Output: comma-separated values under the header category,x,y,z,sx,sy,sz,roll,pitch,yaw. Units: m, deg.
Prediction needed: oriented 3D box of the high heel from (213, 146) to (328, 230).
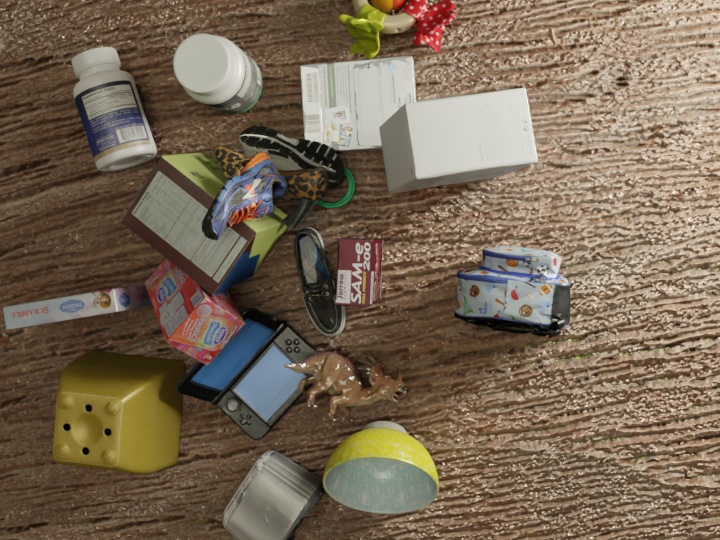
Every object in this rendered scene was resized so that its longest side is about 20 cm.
category,x,y,z,sx,sy,sz,roll,pitch,yaw
high heel,-0.146,-0.174,1.481,0.200,0.071,0.143,40,133,-1

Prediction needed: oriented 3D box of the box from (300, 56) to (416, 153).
category,x,y,z,sx,sy,sz,roll,pitch,yaw
box,-0.001,-0.288,1.563,0.199,0.041,0.157,-4,93,8

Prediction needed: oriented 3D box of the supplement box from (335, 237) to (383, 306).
category,x,y,z,sx,sy,sz,roll,pitch,yaw
supplement box,0.000,0.000,1.492,0.061,0.200,0.109,2,93,7

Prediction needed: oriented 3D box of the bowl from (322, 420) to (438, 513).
category,x,y,z,sx,sy,sz,roll,pitch,yaw
bowl,0.039,0.325,1.534,0.199,0.201,0.108,1,49,7

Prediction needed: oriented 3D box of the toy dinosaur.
category,x,y,z,sx,sy,sz,roll,pitch,yaw
toy dinosaur,-0.030,0.185,1.551,0.200,0.086,0.136,33,95,-5

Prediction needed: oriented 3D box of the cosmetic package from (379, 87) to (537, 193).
category,x,y,z,sx,sy,sz,roll,pitch,yaw
cosmetic package,0.151,-0.207,1.443,0.199,0.199,0.124,-11,90,-11

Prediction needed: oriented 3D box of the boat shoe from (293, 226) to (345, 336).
category,x,y,z,sx,sy,sz,roll,pitch,yaw
boat shoe,-0.075,0.021,1.569,0.070,0.066,0.201,-11,90,7

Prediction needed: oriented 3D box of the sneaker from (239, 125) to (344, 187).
category,x,y,z,sx,sy,sz,roll,pitch,yaw
sneaker,-0.116,-0.186,1.548,0.199,0.080,0.074,24,51,17

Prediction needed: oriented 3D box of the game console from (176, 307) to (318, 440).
category,x,y,z,sx,sy,sz,roll,pitch,yaw
game console,-0.187,0.186,1.560,0.171,0.118,0.200,43,97,2

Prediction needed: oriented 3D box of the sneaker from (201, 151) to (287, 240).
category,x,y,z,sx,sy,sz,roll,pitch,yaw
sneaker,-0.175,-0.110,1.380,0.078,0.200,0.075,37,138,-1

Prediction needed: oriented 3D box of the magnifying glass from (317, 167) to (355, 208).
category,x,y,z,sx,sy,sz,roll,pitch,yaw
magnifying glass,-0.107,-0.153,1.592,0.199,0.022,0.080,2,92,5

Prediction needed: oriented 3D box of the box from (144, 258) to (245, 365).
category,x,y,z,sx,sy,sz,roll,pitch,yaw
box,-0.287,0.055,1.525,0.103,0.200,0.095,-47,127,6

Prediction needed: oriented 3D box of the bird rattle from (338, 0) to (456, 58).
category,x,y,z,sx,sy,sz,roll,pitch,yaw
bird rattle,0.059,-0.454,1.524,0.199,0.113,0.164,-13,74,4

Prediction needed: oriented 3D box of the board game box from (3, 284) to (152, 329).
category,x,y,z,sx,sy,sz,roll,pitch,yaw
board game box,-0.480,0.061,1.554,0.199,0.200,0.041,-10,91,7

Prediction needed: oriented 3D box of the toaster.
category,x,y,z,sx,sy,sz,roll,pitch,yaw
toaster,-0.151,0.409,1.570,0.129,0.114,0.200,34,97,7

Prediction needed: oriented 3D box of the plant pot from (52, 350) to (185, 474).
category,x,y,z,sx,sy,sz,roll,pitch,yaw
plant pot,-0.436,0.256,1.555,0.193,0.200,0.197,5,92,7

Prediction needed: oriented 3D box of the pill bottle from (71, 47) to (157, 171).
category,x,y,z,sx,sy,sz,roll,pitch,yaw
pill bottle,-0.443,-0.286,1.581,0.111,0.111,0.201,-18,89,7

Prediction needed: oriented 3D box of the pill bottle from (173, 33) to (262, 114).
category,x,y,z,sx,sy,sz,roll,pitch,yaw
pill bottle,-0.241,-0.333,1.510,0.113,0.200,0.114,0,92,7

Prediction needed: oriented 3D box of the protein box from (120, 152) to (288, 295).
category,x,y,z,sx,sy,sz,roll,pitch,yaw
protein box,-0.257,-0.085,1.514,0.200,0.199,0.135,38,105,4

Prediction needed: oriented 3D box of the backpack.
category,x,y,z,sx,sy,sz,roll,pitch,yaw
backpack,0.251,0.035,1.476,0.190,0.200,0.155,-2,87,14
